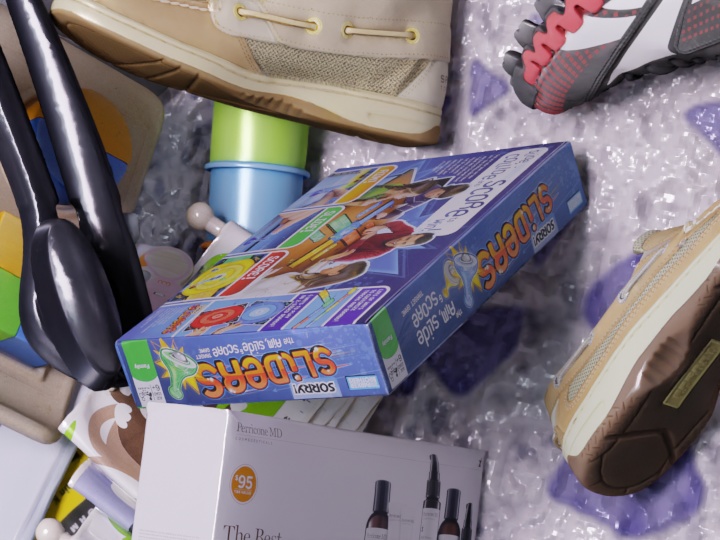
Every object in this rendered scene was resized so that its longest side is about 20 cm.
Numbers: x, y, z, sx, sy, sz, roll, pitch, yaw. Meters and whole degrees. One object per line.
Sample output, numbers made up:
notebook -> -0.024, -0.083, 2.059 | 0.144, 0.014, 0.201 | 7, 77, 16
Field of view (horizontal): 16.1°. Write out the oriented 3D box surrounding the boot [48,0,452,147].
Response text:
boot -> -0.038, -0.154, 1.204 | 0.073, 0.199, 0.156 | -172, 96, -72

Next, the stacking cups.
stacking cups -> -0.057, -0.031, 1.268 | 0.060, 0.060, 0.201 | 5, 86, 35

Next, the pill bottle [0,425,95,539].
pill bottle -> -0.125, 0.125, 1.253 | 0.200, 0.114, 0.114 | 47, 109, 31

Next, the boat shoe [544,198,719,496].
boat shoe -> 0.147, 0.004, 1.116 | 0.200, 0.072, 0.076 | -49, 43, 17

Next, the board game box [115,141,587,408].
board game box -> 0.000, 0.000, 1.142 | 0.135, 0.200, 0.035 | -5, 112, 34

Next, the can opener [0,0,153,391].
can opener -> -0.136, -0.041, 1.152 | 0.079, 0.063, 0.201 | -33, 70, 58

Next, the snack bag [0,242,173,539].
snack bag -> -0.211, 0.046, 1.242 | 0.199, 0.021, 0.189 | 16, 67, 23

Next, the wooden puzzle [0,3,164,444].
wooden puzzle -> -0.183, -0.044, 1.178 | 0.046, 0.185, 0.201 | -21, 48, 50

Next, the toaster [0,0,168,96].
toaster -> -0.216, -0.147, 1.361 | 0.180, 0.118, 0.201 | -30, 66, 27

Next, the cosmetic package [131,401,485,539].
cosmetic package -> -0.019, 0.109, 1.128 | 0.050, 0.200, 0.083 | 0, 83, 36

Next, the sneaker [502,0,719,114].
sneaker -> 0.145, -0.119, 1.127 | 0.098, 0.071, 0.200 | 47, 130, 0

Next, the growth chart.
growth chart -> -0.068, 0.073, 1.194 | 0.144, 0.018, 0.201 | 26, 65, 0
